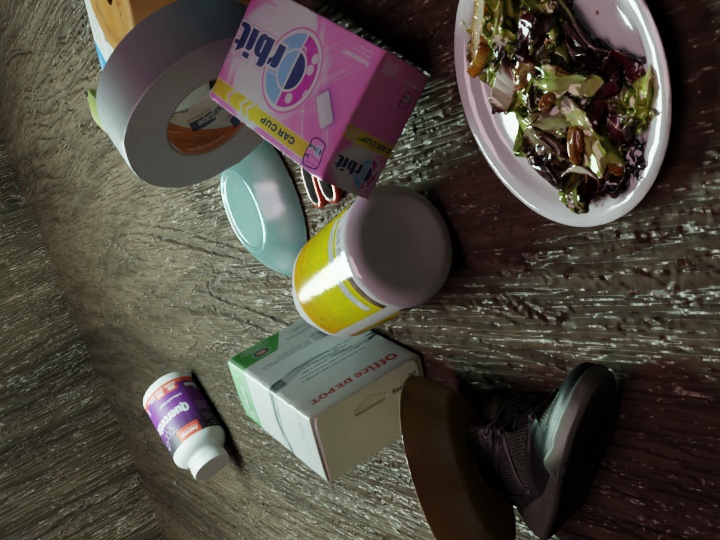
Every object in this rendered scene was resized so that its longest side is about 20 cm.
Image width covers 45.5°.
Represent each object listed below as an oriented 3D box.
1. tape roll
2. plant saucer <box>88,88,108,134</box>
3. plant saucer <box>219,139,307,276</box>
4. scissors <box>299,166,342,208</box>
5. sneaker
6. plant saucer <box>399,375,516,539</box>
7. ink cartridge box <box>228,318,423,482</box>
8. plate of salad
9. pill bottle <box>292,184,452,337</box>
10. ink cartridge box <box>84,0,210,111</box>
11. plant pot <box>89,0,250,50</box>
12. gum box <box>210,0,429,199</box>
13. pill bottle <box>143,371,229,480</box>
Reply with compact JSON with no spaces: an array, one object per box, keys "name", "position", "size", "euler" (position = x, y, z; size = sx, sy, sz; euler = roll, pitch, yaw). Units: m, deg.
[{"name":"tape roll","position":[-0.170,-0.181,0.895],"size":[0.067,0.197,0.202],"euler":[51,150,23]},{"name":"plant saucer","position":[-0.280,-0.172,1.145],"size":[0.199,0.198,0.031],"euler":[41,100,40]},{"name":"plant saucer","position":[-0.135,-0.081,1.087],"size":[0.201,0.038,0.204],"euler":[43,146,38]},{"name":"scissors","position":[-0.060,-0.161,0.912],"size":[0.073,0.014,0.204],"euler":[18,128,58]},{"name":"sneaker","position":[0.142,0.130,0.707],"size":[0.114,0.076,0.202],"euler":[41,150,29]},{"name":"plant saucer","position":[0.096,0.185,0.778],"size":[0.201,0.035,0.203],"euler":[54,-158,-33]},{"name":"ink cartridge box","position":[-0.037,0.130,0.960],"size":[0.199,0.145,0.085],"euler":[22,133,55]},{"name":"plate of salad","position":[0.120,-0.122,0.577],"size":[0.200,0.047,0.204],"euler":[41,143,40]},{"name":"pill bottle","position":[0.000,0.000,0.828],"size":[0.111,0.108,0.199],"euler":[64,153,3]},{"name":"ink cartridge box","position":[-0.280,-0.286,1.138],"size":[0.199,0.083,0.149],"euler":[40,144,40]},{"name":"plant pot","position":[-0.214,-0.318,0.932],"size":[0.200,0.138,0.204],"euler":[42,144,40]},{"name":"gum box","position":[-0.046,-0.164,0.761],"size":[0.199,0.065,0.115],"euler":[39,106,39]},{"name":"pill bottle","position":[-0.339,0.307,1.692],"size":[0.201,0.111,0.114],"euler":[51,150,26]}]
